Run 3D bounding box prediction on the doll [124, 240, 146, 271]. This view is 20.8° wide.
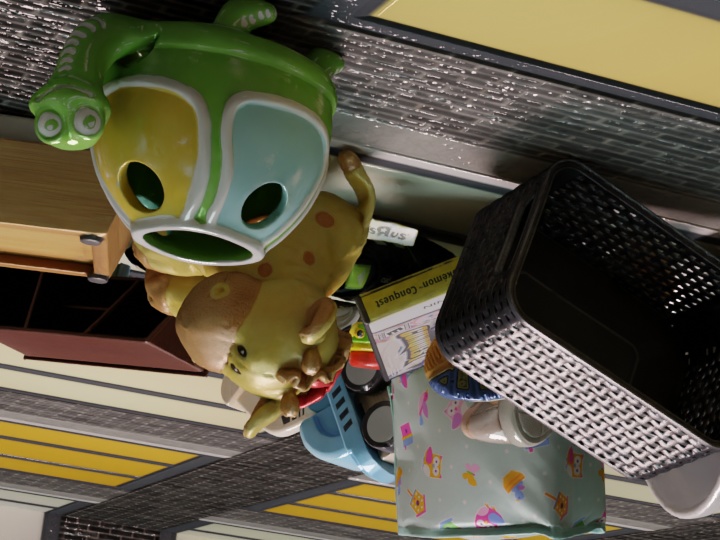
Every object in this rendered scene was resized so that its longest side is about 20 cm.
[{"bbox_3d":[-0.136,-0.008,1.575,0.200,0.049,0.136,21,170,-41],"label":"doll"}]

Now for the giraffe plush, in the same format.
[{"bbox_3d":[-0.066,0.022,1.341,0.200,0.162,0.173,0,134,8],"label":"giraffe plush"}]

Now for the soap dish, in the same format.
[{"bbox_3d":[-0.257,-0.053,1.401,0.200,0.081,0.157,7,165,-5],"label":"soap dish"}]

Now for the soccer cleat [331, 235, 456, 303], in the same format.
[{"bbox_3d":[0.000,0.000,1.492,0.200,0.068,0.081,15,-168,-24],"label":"soccer cleat"}]

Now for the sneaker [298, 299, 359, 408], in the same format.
[{"bbox_3d":[-0.050,0.065,1.535,0.077,0.085,0.200,11,174,-5],"label":"sneaker"}]

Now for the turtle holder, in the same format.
[{"bbox_3d":[-0.092,-0.081,1.129,0.141,0.132,0.186,3,165,14],"label":"turtle holder"}]

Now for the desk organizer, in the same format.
[{"bbox_3d":[-0.211,0.033,1.559,0.200,0.072,0.077,3,161,35],"label":"desk organizer"}]

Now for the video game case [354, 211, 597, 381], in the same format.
[{"bbox_3d":[0.091,0.023,1.496,0.181,0.026,0.200,-22,163,-1],"label":"video game case"}]

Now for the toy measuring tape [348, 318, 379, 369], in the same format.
[{"bbox_3d":[0.030,0.057,1.732,0.074,0.074,0.200,-1,173,24],"label":"toy measuring tape"}]

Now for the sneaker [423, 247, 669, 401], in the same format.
[{"bbox_3d":[0.146,0.052,1.482,0.200,0.075,0.088,-22,164,2],"label":"sneaker"}]

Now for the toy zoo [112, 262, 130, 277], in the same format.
[{"bbox_3d":[-0.284,-0.016,1.623,0.200,0.020,0.131,9,166,14],"label":"toy zoo"}]

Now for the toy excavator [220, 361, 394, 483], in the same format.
[{"bbox_3d":[-0.036,0.143,1.969,0.200,0.195,0.100,-31,151,19],"label":"toy excavator"}]

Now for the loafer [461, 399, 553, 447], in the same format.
[{"bbox_3d":[0.150,0.078,1.562,0.063,0.072,0.200,-9,-163,40],"label":"loafer"}]

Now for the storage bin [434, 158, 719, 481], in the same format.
[{"bbox_3d":[0.166,0.036,1.336,0.200,0.135,0.094,33,147,-16],"label":"storage bin"}]

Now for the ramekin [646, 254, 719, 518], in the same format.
[{"bbox_3d":[0.285,0.088,1.491,0.098,0.201,0.200,2,167,-15],"label":"ramekin"}]

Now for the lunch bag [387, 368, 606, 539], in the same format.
[{"bbox_3d":[0.112,0.157,1.758,0.200,0.171,0.122,-6,175,39],"label":"lunch bag"}]
